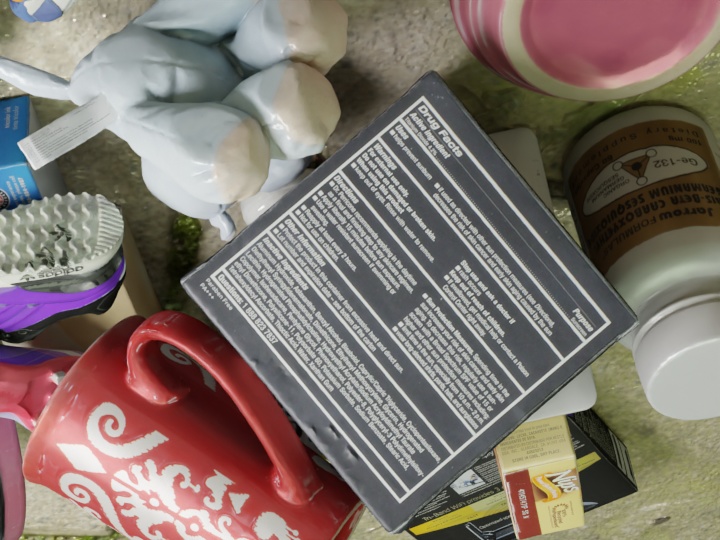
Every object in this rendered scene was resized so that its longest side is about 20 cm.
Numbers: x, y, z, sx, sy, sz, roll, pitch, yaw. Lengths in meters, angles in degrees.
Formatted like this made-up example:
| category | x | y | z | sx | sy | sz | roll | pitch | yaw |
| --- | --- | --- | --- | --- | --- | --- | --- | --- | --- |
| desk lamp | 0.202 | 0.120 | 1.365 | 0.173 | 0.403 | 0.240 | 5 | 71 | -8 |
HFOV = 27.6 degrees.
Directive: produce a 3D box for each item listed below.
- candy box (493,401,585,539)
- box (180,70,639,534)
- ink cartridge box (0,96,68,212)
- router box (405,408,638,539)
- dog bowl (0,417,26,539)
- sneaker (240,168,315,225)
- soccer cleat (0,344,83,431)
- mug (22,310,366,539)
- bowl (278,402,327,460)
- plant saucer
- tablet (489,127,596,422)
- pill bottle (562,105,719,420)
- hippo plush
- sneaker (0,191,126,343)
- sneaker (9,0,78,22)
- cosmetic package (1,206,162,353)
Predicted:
| category | x | y | z | sx | sy | sz | roll | pitch | yaw |
| --- | --- | --- | --- | --- | --- | --- | --- | --- | --- |
| candy box | 0.113 | 0.079 | 1.069 | 0.055 | 0.201 | 0.116 | -13 | 145 | 3 |
| box | 0.029 | 0.019 | 0.919 | 0.198 | 0.123 | 0.200 | -40 | 91 | -1 |
| ink cartridge box | -0.299 | -0.036 | 0.966 | 0.199 | 0.067 | 0.116 | -10 | 139 | 1 |
| router box | 0.124 | 0.181 | 1.311 | 0.199 | 0.052 | 0.157 | -26 | 137 | 19 |
| dog bowl | -0.303 | 0.126 | 1.069 | 0.073 | 0.201 | 0.201 | -13 | 145 | -27 |
| sneaker | 0.000 | 0.000 | 1.048 | 0.200 | 0.089 | 0.075 | 29 | 128 | -36 |
| soccer cleat | -0.240 | 0.070 | 0.976 | 0.067 | 0.076 | 0.200 | -58 | 158 | 9 |
| mug | -0.104 | 0.132 | 0.955 | 0.200 | 0.134 | 0.178 | 33 | 162 | 10 |
| bowl | -0.021 | 0.084 | 1.114 | 0.200 | 0.201 | 0.095 | 19 | 89 | -29 |
| plant saucer | 0.155 | -0.176 | 0.901 | 0.199 | 0.051 | 0.201 | -6 | 140 | -5 |
| tablet | 0.077 | 0.009 | 1.001 | 0.129 | 0.201 | 0.014 | -13 | 167 | 5 |
| pill bottle | 0.212 | -0.006 | 0.994 | 0.114 | 0.201 | 0.115 | -5 | 140 | -5 |
| hippo plush | -0.088 | -0.077 | 0.886 | 0.199 | 0.160 | 0.161 | -29 | 151 | -5 |
| sneaker | -0.245 | 0.012 | 0.926 | 0.199 | 0.070 | 0.100 | -4 | 144 | -5 |
| sneaker | -0.116 | -0.196 | 0.807 | 0.088 | 0.076 | 0.200 | 25 | 130 | -34 |
| cosmetic package | -0.198 | 0.051 | 1.084 | 0.105 | 0.071 | 0.200 | -12 | 140 | 3 |
